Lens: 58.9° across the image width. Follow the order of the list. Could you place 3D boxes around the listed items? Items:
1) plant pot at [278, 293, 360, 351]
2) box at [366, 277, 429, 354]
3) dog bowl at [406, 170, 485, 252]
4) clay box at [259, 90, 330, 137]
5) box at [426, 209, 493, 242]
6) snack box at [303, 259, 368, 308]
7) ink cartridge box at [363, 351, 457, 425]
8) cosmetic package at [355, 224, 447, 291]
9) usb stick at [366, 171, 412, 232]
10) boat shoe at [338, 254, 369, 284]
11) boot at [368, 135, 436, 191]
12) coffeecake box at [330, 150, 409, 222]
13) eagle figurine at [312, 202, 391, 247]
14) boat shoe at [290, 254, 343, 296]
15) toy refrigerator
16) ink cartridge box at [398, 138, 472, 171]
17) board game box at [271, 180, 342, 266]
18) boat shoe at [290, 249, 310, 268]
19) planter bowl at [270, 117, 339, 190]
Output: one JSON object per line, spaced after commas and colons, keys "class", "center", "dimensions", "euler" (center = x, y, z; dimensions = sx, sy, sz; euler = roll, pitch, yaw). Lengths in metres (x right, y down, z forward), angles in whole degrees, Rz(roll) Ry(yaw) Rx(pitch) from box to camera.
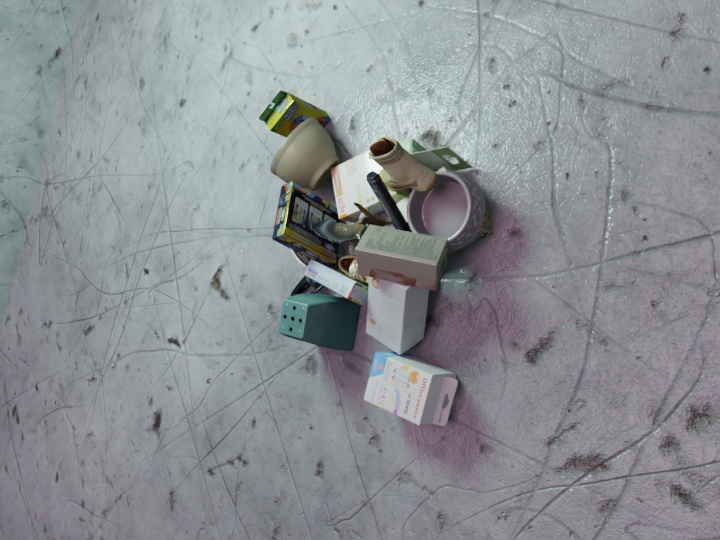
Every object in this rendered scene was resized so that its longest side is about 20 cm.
{"class": "plant pot", "center": [-0.121, 0.137, 1.740], "dimensions": [0.140, 0.199, 0.143], "euler": [10, 91, 36]}
{"class": "box", "center": [0.092, 0.086, 1.601], "dimensions": [0.124, 0.097, 0.202], "euler": [30, 132, 35]}
{"class": "dog bowl", "center": [0.198, -0.147, 1.538], "dimensions": [0.198, 0.058, 0.203], "euler": [-4, 83, 34]}
{"class": "clay box", "center": [-0.191, -0.442, 1.863], "dimensions": [0.115, 0.199, 0.048], "euler": [-46, 61, 23]}
{"class": "box", "center": [0.223, -0.087, 1.595], "dimensions": [0.199, 0.070, 0.065], "euler": [-25, 71, 31]}
{"class": "snack box", "center": [-0.040, 0.043, 1.705], "dimensions": [0.199, 0.142, 0.053], "euler": [27, 88, 45]}
{"class": "ink cartridge box", "center": [0.133, 0.292, 1.580], "dimensions": [0.199, 0.125, 0.130], "euler": [16, 94, 37]}
{"class": "cosmetic package", "center": [0.099, -0.031, 1.507], "dimensions": [0.198, 0.104, 0.088], "euler": [13, 135, 18]}
{"class": "usb stick", "center": [0.074, -0.156, 1.575], "dimensions": [0.032, 0.201, 0.055], "euler": [-34, 29, -3]}
{"class": "boat shoe", "center": [0.000, 0.000, 1.703], "dimensions": [0.200, 0.068, 0.075], "euler": [-162, 73, -63]}
{"class": "boot", "center": [0.071, -0.255, 1.531], "dimensions": [0.199, 0.155, 0.073], "euler": [20, 79, 56]}
{"class": "coffeecake box", "center": [0.024, -0.239, 1.758], "dimensions": [0.198, 0.073, 0.155], "euler": [-20, 72, 33]}
{"class": "eagle figurine", "center": [-0.012, -0.100, 1.693], "dimensions": [0.199, 0.151, 0.153], "euler": [-24, 100, 46]}
{"class": "boat shoe", "center": [-0.127, 0.023, 1.839], "dimensions": [0.200, 0.067, 0.072], "euler": [-39, 63, 25]}
{"class": "toy refrigerator", "center": [0.168, -0.179, 1.644], "dimensions": [0.199, 0.076, 0.070], "euler": [-38, 64, 27]}
{"class": "ink cartridge box", "center": [0.166, -0.287, 1.614], "dimensions": [0.198, 0.145, 0.049], "euler": [-8, 72, 35]}
{"class": "board game box", "center": [-0.142, -0.126, 1.763], "dimensions": [0.056, 0.199, 0.167], "euler": [-16, 57, 42]}
{"class": "boat shoe", "center": [-0.174, -0.092, 1.886], "dimensions": [0.068, 0.071, 0.201], "euler": [-40, 61, 30]}
{"class": "planter bowl", "center": [-0.144, -0.317, 1.836], "dimensions": [0.134, 0.200, 0.201], "euler": [40, 110, 4]}
